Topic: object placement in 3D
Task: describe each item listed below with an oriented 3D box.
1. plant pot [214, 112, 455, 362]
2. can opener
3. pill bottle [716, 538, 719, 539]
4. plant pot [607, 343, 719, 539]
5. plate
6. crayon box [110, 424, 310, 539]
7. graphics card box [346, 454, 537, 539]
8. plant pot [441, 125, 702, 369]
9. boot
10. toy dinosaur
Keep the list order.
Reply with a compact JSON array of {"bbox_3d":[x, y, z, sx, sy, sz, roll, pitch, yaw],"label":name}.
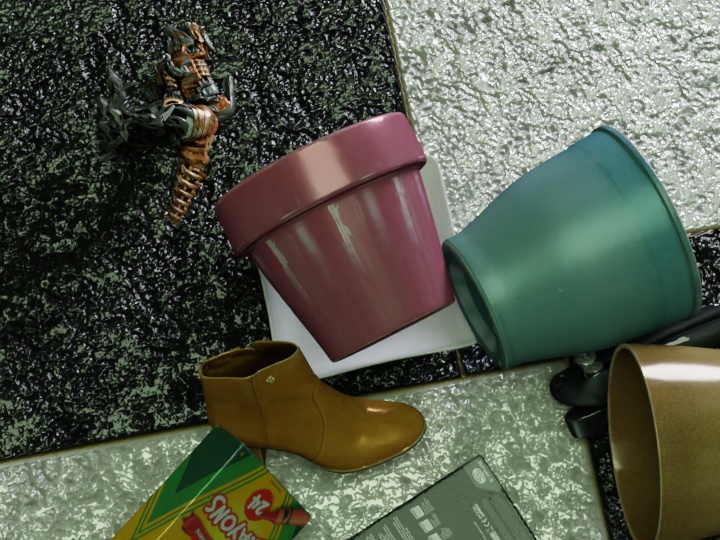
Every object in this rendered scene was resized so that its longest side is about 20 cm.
[{"bbox_3d":[-0.008,-0.023,1.572,0.200,0.200,0.179,-27,86,-8],"label":"plant pot"},{"bbox_3d":[0.273,0.084,1.655,0.200,0.079,0.063,-30,38,-12],"label":"can opener"},{"bbox_3d":[0.414,0.253,1.575,0.200,0.111,0.111,-23,76,-8],"label":"pill bottle"},{"bbox_3d":[0.340,0.150,1.533,0.200,0.186,0.187,-5,74,-4],"label":"plant pot"},{"bbox_3d":[0.000,0.000,1.677,0.200,0.032,0.200,-12,74,-5],"label":"plate"},{"bbox_3d":[-0.152,0.256,1.555,0.200,0.127,0.051,-48,40,-12],"label":"crayon box"},{"bbox_3d":[0.062,0.276,1.592,0.200,0.051,0.126,-33,77,-9],"label":"graphics card box"},{"bbox_3d":[0.185,-0.005,1.598,0.188,0.200,0.200,-26,77,-7],"label":"plant pot"},{"bbox_3d":[-0.043,0.120,1.581,0.201,0.144,0.071,-9,44,-1],"label":"boot"},{"bbox_3d":[-0.186,-0.152,1.689,0.136,0.102,0.200,2,52,-18],"label":"toy dinosaur"}]
